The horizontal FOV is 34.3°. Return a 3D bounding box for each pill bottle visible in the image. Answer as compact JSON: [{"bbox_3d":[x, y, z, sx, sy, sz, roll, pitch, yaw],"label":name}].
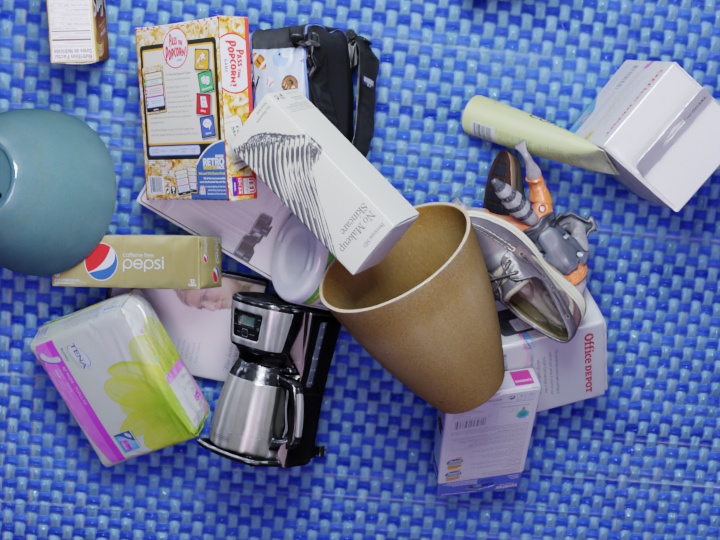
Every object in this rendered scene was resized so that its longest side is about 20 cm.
[{"bbox_3d":[0.000,0.000,1.427,0.199,0.111,0.112,13,101,-35],"label":"pill bottle"}]

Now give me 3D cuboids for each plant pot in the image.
[{"bbox_3d":[-0.403,-0.098,1.349,0.199,0.135,0.202,-1,86,16],"label":"plant pot"},{"bbox_3d":[0.080,0.058,1.316,0.186,0.187,0.201,-30,117,2],"label":"plant pot"}]

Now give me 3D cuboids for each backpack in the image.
[{"bbox_3d":[-0.072,-0.186,1.372,0.153,0.200,0.192,-8,95,24],"label":"backpack"}]

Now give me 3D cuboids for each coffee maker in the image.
[{"bbox_3d":[-0.103,0.133,1.461,0.134,0.192,0.201,14,92,15],"label":"coffee maker"}]

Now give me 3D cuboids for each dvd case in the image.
[{"bbox_3d":[-0.228,0.060,1.493,0.199,0.018,0.144,12,101,-7],"label":"dvd case"}]

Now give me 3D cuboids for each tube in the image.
[{"bbox_3d":[0.217,-0.161,1.413,0.199,0.058,0.052,26,127,32],"label":"tube"}]

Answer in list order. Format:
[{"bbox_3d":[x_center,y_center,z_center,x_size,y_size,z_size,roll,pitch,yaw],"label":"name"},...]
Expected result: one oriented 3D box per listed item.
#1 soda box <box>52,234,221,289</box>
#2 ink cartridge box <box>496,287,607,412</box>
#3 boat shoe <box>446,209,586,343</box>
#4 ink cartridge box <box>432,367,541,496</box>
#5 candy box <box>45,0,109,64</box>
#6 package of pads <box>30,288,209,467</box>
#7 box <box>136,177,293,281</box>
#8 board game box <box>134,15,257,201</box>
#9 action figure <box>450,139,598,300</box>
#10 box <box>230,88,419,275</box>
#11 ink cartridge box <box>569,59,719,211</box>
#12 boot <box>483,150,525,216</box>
[{"bbox_3d":[-0.270,-0.011,1.412,0.198,0.068,0.065,0,92,17],"label":"soda box"},{"bbox_3d":[0.204,0.109,1.480,0.199,0.083,0.146,-14,134,-3],"label":"ink cartridge box"},{"bbox_3d":[0.180,0.009,1.352,0.200,0.065,0.072,41,121,-11],"label":"boat shoe"},{"bbox_3d":[0.155,0.208,1.474,0.118,0.042,0.201,-7,132,-9],"label":"ink cartridge box"},{"bbox_3d":[-0.330,-0.343,1.352,0.056,0.117,0.202,-1,102,-4],"label":"candy box"},{"bbox_3d":[-0.294,0.134,1.448,0.154,0.068,0.201,-20,110,21],"label":"package of pads"},{"bbox_3d":[-0.162,-0.088,1.447,0.199,0.060,0.117,32,97,-11],"label":"box"},{"bbox_3d":[-0.188,-0.180,1.327,0.046,0.151,0.202,-10,101,-47],"label":"board game box"},{"bbox_3d":[0.194,-0.026,1.401,0.200,0.105,0.194,-43,100,-3],"label":"action figure"},{"bbox_3d":[-0.039,-0.096,1.244,0.200,0.068,0.082,45,118,11],"label":"box"},{"bbox_3d":[0.355,-0.164,1.405,0.125,0.200,0.129,39,96,-11],"label":"ink cartridge box"},{"bbox_3d":[0.214,-0.055,1.493,0.096,0.075,0.202,-6,103,-22],"label":"boot"}]
